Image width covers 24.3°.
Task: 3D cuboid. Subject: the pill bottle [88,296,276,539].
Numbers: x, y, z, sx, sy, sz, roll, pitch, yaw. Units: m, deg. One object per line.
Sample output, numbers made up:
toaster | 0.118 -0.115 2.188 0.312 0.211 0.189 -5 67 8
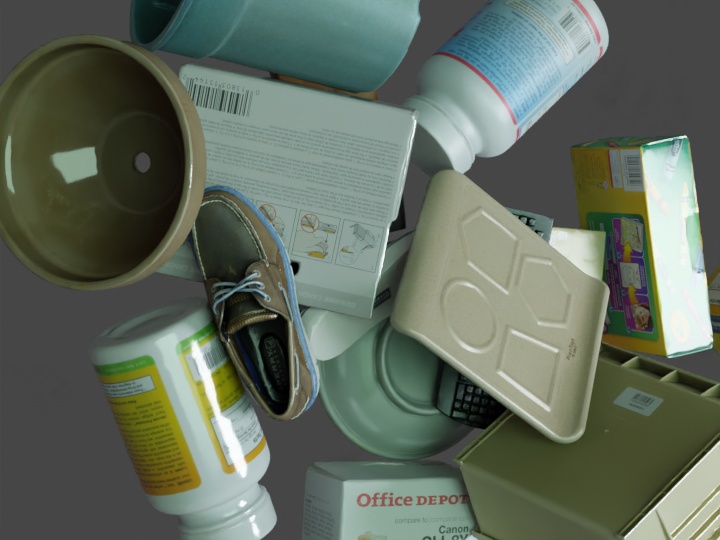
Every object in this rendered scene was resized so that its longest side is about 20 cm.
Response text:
pill bottle | -0.141 0.133 1.395 0.111 0.111 0.201 -25 104 -22

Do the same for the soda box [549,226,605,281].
soda box | 0.180 0.059 1.573 0.068 0.064 0.201 4 91 -26

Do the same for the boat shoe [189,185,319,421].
boat shoe | -0.085 0.026 1.348 0.072 0.072 0.201 -24 96 9

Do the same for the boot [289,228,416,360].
boot | 0.000 0.000 1.463 0.200 0.090 0.073 -30 132 -31

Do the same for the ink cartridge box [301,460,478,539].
ink cartridge box | 0.024 0.276 1.499 0.145 0.083 0.201 2 92 -26

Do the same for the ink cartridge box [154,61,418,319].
ink cartridge box | -0.066 -0.067 1.392 0.199 0.045 0.177 13 100 3

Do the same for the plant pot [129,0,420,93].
plant pot | -0.060 -0.243 1.358 0.195 0.200 0.201 16 86 -23

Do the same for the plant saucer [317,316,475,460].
plant saucer | 0.055 0.075 1.522 0.199 0.050 0.201 -1 93 -26

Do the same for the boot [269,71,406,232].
boot | -0.059 -0.117 1.448 0.188 0.068 0.201 -12 93 -14

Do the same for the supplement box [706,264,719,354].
supplement box | 0.441 0.007 1.672 0.110 0.109 0.200 46 75 -21

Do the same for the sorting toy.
sorting toy | 0.120 0.032 1.436 0.200 0.036 0.186 34 48 -19

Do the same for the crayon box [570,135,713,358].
crayon box | 0.264 -0.024 1.579 0.058 0.119 0.201 -12 99 -25

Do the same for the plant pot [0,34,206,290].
plant pot | -0.198 -0.087 1.342 0.093 0.200 0.202 -10 100 -65

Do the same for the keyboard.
keyboard | 0.145 0.048 1.514 0.127 0.021 0.201 12 90 -18

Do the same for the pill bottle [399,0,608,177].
pill bottle | 0.122 -0.174 1.506 0.200 0.109 0.109 -44 110 -17

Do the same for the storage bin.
storage bin | 0.220 0.170 1.437 0.198 0.200 0.094 -38 125 -26
